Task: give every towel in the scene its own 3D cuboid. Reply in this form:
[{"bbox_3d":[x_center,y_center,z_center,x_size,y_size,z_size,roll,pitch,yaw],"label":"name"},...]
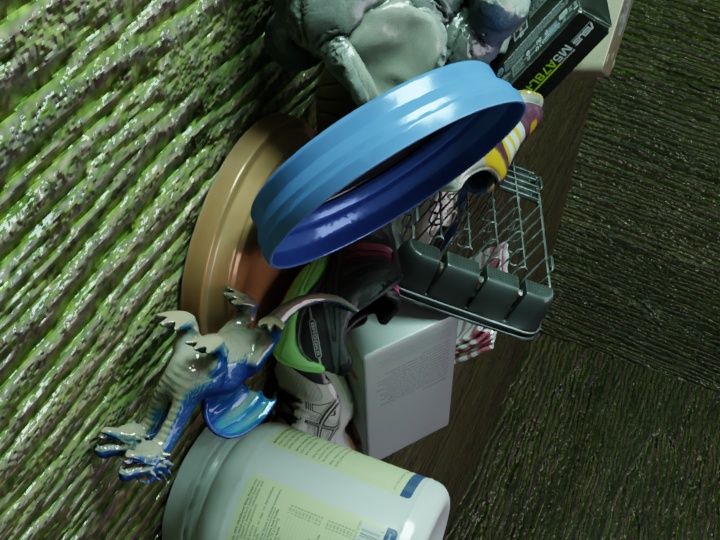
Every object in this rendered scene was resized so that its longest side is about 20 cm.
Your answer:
[{"bbox_3d":[0.074,0.052,1.113,0.030,0.200,0.146,45,40,-26],"label":"towel"}]

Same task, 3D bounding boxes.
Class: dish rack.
[{"bbox_3d":[0.099,-0.043,0.907,0.200,0.153,0.055,-86,-158,-46],"label":"dish rack"}]

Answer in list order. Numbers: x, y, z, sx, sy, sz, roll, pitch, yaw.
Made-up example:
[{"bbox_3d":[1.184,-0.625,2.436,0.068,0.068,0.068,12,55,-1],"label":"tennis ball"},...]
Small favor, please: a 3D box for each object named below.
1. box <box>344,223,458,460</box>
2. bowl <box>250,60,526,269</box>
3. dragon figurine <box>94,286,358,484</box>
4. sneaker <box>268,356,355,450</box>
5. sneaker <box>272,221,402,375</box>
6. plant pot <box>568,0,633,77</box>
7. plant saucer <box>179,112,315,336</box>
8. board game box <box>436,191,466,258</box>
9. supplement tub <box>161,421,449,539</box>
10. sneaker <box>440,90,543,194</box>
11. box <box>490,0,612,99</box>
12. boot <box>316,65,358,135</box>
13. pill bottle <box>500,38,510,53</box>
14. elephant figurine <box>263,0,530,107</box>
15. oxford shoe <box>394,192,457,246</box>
[{"bbox_3d":[0.018,0.073,0.959,0.097,0.124,0.200,-24,146,-16],"label":"box"},{"bbox_3d":[0.016,-0.070,0.672,0.201,0.039,0.201,-31,173,-4],"label":"bowl"},{"bbox_3d":[-0.091,0.071,0.677,0.200,0.059,0.100,-23,135,-48],"label":"dragon figurine"},{"bbox_3d":[-0.057,0.148,0.940,0.088,0.076,0.200,-36,136,-28],"label":"sneaker"},{"bbox_3d":[0.000,0.000,0.808,0.077,0.084,0.200,108,8,-66],"label":"sneaker"},{"bbox_3d":[0.232,-0.323,1.216,0.200,0.177,0.200,-23,131,-71],"label":"plant pot"},{"bbox_3d":[-0.073,-0.018,0.763,0.200,0.032,0.200,19,90,-75],"label":"plant saucer"},{"bbox_3d":[0.079,-0.021,1.111,0.200,0.039,0.158,-55,-165,24],"label":"board game box"},{"bbox_3d":[-0.042,0.208,0.811,0.145,0.200,0.145,18,90,-75],"label":"supplement tub"},{"bbox_3d":[0.108,-0.114,0.895,0.200,0.075,0.090,-14,105,-58],"label":"sneaker"},{"bbox_3d":[0.163,-0.246,1.021,0.200,0.047,0.193,-47,-151,42],"label":"box"},{"bbox_3d":[0.024,-0.174,0.836,0.155,0.073,0.200,-12,108,-73],"label":"boot"},{"bbox_3d":[0.123,-0.314,0.952,0.114,0.114,0.200,-22,129,-71],"label":"pill bottle"},{"bbox_3d":[-0.002,-0.171,0.661,0.200,0.141,0.155,-16,89,-33],"label":"elephant figurine"},{"bbox_3d":[0.073,-0.081,1.001,0.075,0.058,0.200,-1,108,-74],"label":"oxford shoe"}]
